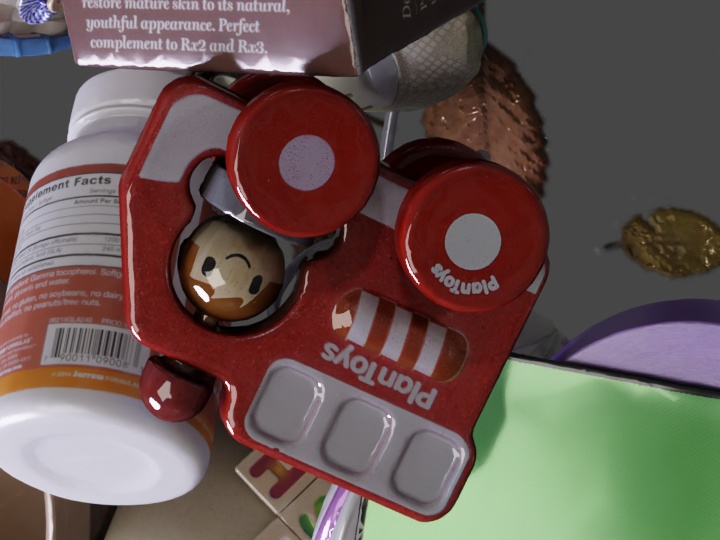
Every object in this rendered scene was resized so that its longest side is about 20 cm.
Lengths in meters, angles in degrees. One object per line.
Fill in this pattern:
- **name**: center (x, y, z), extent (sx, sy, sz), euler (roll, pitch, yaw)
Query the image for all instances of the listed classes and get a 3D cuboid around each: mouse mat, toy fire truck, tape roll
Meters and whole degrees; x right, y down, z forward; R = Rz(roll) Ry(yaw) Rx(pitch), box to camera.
- **mouse mat**: center (0.097, 0.123, 1.200), extent (0.200, 0.008, 0.161), euler (11, 101, 10)
- **toy fire truck**: center (-0.018, 0.007, 1.137), extent (0.200, 0.112, 0.168), euler (24, 94, -13)
- **tape roll**: center (0.161, 0.117, 1.223), extent (0.200, 0.066, 0.200), euler (2, 100, 11)

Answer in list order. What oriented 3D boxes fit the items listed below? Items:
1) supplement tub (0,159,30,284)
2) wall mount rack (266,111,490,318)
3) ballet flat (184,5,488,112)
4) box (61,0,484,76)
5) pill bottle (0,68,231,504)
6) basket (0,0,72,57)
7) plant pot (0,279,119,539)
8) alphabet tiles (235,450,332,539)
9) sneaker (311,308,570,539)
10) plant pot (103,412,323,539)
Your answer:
- **supplement tub**: center (-0.273, 0.014, 1.496), extent (0.200, 0.123, 0.123), euler (-33, 92, 41)
- **wall mount rack**: center (0.000, 0.000, 1.277), extent (0.174, 0.200, 0.075), euler (-45, 123, 4)
- **ballet flat**: center (-0.017, -0.099, 1.268), extent (0.200, 0.062, 0.067), euler (-5, 118, 53)
- **box**: center (-0.025, -0.198, 1.162), extent (0.166, 0.200, 0.164), euler (6, 116, 34)
- **pill bottle**: center (-0.116, 0.005, 1.252), extent (0.112, 0.200, 0.112), euler (6, 151, 3)
- **basket**: center (-0.205, -0.167, 1.322), extent (0.200, 0.176, 0.139), euler (-35, 82, 33)
- **plant pot**: center (-0.177, 0.090, 1.371), extent (0.201, 0.093, 0.201), euler (23, 119, 51)
- **alphabet tiles**: center (0.039, 0.141, 1.320), extent (0.200, 0.167, 0.008), euler (46, 164, 4)
- **sneaker**: center (0.044, 0.102, 1.285), extent (0.100, 0.200, 0.075), euler (30, 169, -1)
- **plant pot**: center (-0.027, 0.176, 1.383), extent (0.200, 0.187, 0.187), euler (20, 124, 10)
